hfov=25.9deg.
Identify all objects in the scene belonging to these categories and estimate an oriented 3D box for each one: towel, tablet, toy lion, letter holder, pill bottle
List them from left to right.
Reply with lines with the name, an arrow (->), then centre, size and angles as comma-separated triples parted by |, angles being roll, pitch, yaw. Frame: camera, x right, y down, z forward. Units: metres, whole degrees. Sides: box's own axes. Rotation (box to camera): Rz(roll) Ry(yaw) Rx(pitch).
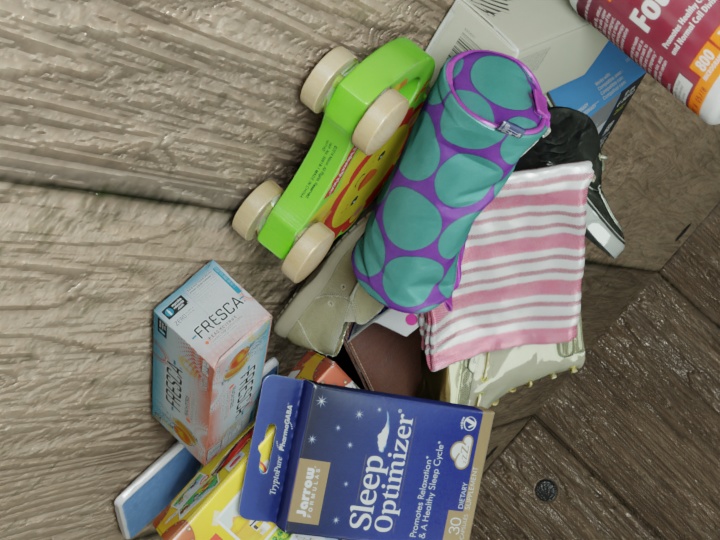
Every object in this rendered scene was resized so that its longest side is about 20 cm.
tablet -> -0.152, 0.168, 1.475 | 0.200, 0.014, 0.130 | -41, 164, -19
toy lion -> -0.001, -0.091, 1.158 | 0.192, 0.068, 0.201 | -40, 165, -52
letter holder -> 0.035, 0.054, 1.553 | 0.100, 0.143, 0.200 | 1, -147, 47
towel -> 0.121, -0.002, 1.309 | 0.144, 0.030, 0.202 | -12, 135, -10
pill bottle -> 0.231, -0.216, 1.196 | 0.114, 0.200, 0.114 | -43, 165, -15

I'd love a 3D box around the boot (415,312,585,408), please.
boot -> 0.131, 0.104, 1.467 | 0.153, 0.072, 0.202 | -13, 128, -20

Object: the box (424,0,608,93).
box -> 0.133, -0.186, 1.255 | 0.199, 0.068, 0.083 | -28, 157, -52

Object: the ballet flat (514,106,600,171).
ballet flat -> 0.139, -0.099, 1.339 | 0.056, 0.067, 0.199 | -11, -175, 46

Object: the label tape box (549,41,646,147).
label tape box -> 0.209, -0.163, 1.542 | 0.144, 0.063, 0.201 | -37, 163, -35

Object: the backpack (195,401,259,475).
backpack -> -0.064, 0.176, 1.454 | 0.163, 0.155, 0.199 | -35, -168, -39

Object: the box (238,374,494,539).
box -> 0.006, 0.159, 1.273 | 0.032, 0.198, 0.123 | -162, -97, -69

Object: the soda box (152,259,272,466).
soda box -> -0.119, 0.076, 1.223 | 0.063, 0.068, 0.201 | -42, 165, -25

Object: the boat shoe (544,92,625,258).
boat shoe -> 0.196, -0.096, 1.447 | 0.064, 0.200, 0.071 | -41, -156, 0

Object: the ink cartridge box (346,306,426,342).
ink cartridge box -> 0.076, -0.001, 1.383 | 0.199, 0.037, 0.095 | -36, -169, 18

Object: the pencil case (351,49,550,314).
pencil case -> 0.066, -0.061, 1.161 | 0.086, 0.091, 0.201 | -79, -166, -49

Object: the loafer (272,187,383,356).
loafer -> 0.000, 0.000, 1.319 | 0.200, 0.068, 0.076 | -50, -172, 40

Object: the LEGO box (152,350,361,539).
LEGO box -> -0.051, 0.194, 1.319 | 0.200, 0.149, 0.077 | -47, -164, -9
